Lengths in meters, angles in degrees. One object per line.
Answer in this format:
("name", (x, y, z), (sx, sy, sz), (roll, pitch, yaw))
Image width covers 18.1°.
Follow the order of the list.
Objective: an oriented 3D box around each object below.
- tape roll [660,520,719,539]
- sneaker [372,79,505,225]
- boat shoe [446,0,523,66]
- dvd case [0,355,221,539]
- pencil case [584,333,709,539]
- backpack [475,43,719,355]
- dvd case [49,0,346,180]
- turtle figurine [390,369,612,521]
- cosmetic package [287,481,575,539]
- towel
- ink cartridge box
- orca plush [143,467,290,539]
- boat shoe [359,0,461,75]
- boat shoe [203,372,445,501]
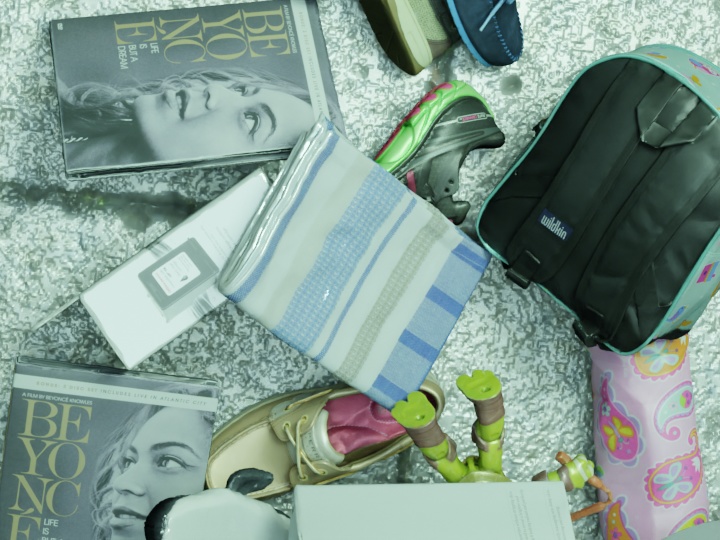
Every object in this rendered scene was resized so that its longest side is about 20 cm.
("tape roll", (0.262, 0.284, 1.689), (0.200, 0.066, 0.201), (-11, 125, -16))
("sneaker", (0.034, -0.049, 1.686), (0.084, 0.077, 0.200), (40, 88, -4))
("boat shoe", (0.093, -0.231, 1.645), (0.068, 0.084, 0.200), (-7, 135, 18))
("dvd case", (-0.190, 0.162, 1.657), (0.148, 0.016, 0.201), (8, 113, -8))
("pencil case", (0.219, 0.138, 1.718), (0.087, 0.087, 0.201), (-7, 93, -8))
("backpack", (0.209, -0.062, 1.636), (0.176, 0.153, 0.200), (42, 125, 23))
("dvd case", (-0.120, -0.134, 1.639), (0.199, 0.016, 0.149), (-6, 52, -8))
("turtle figurine", (0.077, 0.160, 1.668), (0.199, 0.064, 0.162), (-15, 123, 11))
("cosmetic package", (0.051, 0.214, 1.594), (0.199, 0.113, 0.081), (0, 134, -6))
("towel", (0.000, 0.000, 1.612), (0.200, 0.024, 0.147), (37, 78, -36))
("ink cartridge box", (-0.138, 0.011, 1.643), (0.200, 0.116, 0.067), (-35, 93, -4))
("orca plush", (-0.088, 0.190, 1.658), (0.200, 0.071, 0.106), (-7, 101, -42))
("boat shoe", (0.023, -0.241, 1.660), (0.066, 0.072, 0.201), (-34, 123, -19))
("boat shoe", (-0.029, 0.122, 1.687), (0.200, 0.069, 0.074), (-23, 96, -6))
